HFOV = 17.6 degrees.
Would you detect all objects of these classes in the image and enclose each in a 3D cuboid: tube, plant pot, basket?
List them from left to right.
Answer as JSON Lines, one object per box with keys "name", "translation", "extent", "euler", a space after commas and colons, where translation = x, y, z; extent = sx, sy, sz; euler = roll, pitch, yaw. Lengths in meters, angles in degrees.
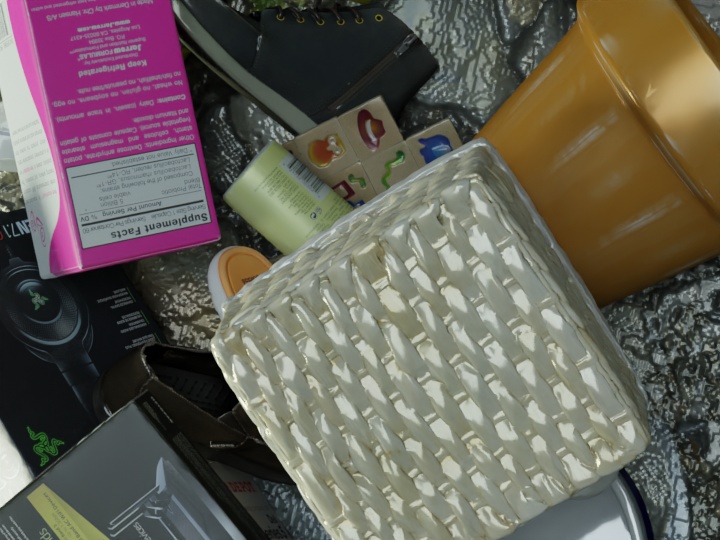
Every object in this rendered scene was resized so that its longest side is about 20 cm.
{"name": "tube", "translation": [0.000, 0.000, 1.517], "extent": [0.200, 0.052, 0.058], "euler": [40, 93, -3]}
{"name": "basket", "translation": [0.042, 0.061, 1.344], "extent": [0.198, 0.161, 0.200], "euler": [-32, 96, 7]}
{"name": "plant pot", "translation": [0.164, -0.068, 1.462], "extent": [0.183, 0.200, 0.200], "euler": [-37, 78, 13]}

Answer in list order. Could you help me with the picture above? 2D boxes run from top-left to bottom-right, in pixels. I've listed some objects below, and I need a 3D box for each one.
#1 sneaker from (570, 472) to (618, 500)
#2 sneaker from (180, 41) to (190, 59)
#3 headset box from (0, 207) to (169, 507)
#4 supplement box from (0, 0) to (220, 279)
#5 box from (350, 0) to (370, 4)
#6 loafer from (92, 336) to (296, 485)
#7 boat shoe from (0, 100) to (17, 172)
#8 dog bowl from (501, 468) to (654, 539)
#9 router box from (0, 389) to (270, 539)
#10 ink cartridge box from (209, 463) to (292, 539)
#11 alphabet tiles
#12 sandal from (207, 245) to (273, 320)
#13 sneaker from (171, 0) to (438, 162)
{"name": "sneaker", "translation": [0.097, 0.054, 1.467], "extent": [0.075, 0.088, 0.200], "euler": [-37, 83, 6]}
{"name": "sneaker", "translation": [-0.114, -0.218, 1.600], "extent": [0.074, 0.085, 0.200], "euler": [33, 94, 13]}
{"name": "headset box", "translation": [-0.220, 0.070, 1.547], "extent": [0.093, 0.174, 0.200], "euler": [-41, 75, 37]}
{"name": "supplement box", "translation": [-0.170, -0.103, 1.505], "extent": [0.103, 0.101, 0.201], "euler": [-11, 91, -23]}
{"name": "box", "translation": [-0.075, -0.259, 1.561], "extent": [0.199, 0.048, 0.118], "euler": [10, 80, -14]}
{"name": "loafer", "translation": [-0.071, 0.089, 1.511], "extent": [0.199, 0.071, 0.073], "euler": [8, 53, -23]}
{"name": "boat shoe", "translation": [-0.214, -0.107, 1.625], "extent": [0.199, 0.071, 0.070], "euler": [0, 82, 12]}
{"name": "dog bowl", "translation": [0.092, 0.190, 1.516], "extent": [0.199, 0.079, 0.201], "euler": [-1, 85, 14]}
{"name": "router box", "translation": [-0.130, 0.200, 1.413], "extent": [0.157, 0.052, 0.200], "euler": [-38, 91, 7]}
{"name": "ink cartridge box", "translation": [-0.078, 0.228, 1.520], "extent": [0.084, 0.145, 0.200], "euler": [-36, 78, 9]}
{"name": "alphabet tiles", "translation": [0.015, -0.007, 1.555], "extent": [0.167, 0.008, 0.201], "euler": [-26, 99, 11]}
{"name": "sandal", "translation": [-0.028, 0.062, 1.469], "extent": [0.207, 0.079, 0.059], "euler": [57, 134, 13]}
{"name": "sneaker", "translation": [-0.048, -0.163, 1.565], "extent": [0.200, 0.075, 0.106], "euler": [40, 87, -19]}
